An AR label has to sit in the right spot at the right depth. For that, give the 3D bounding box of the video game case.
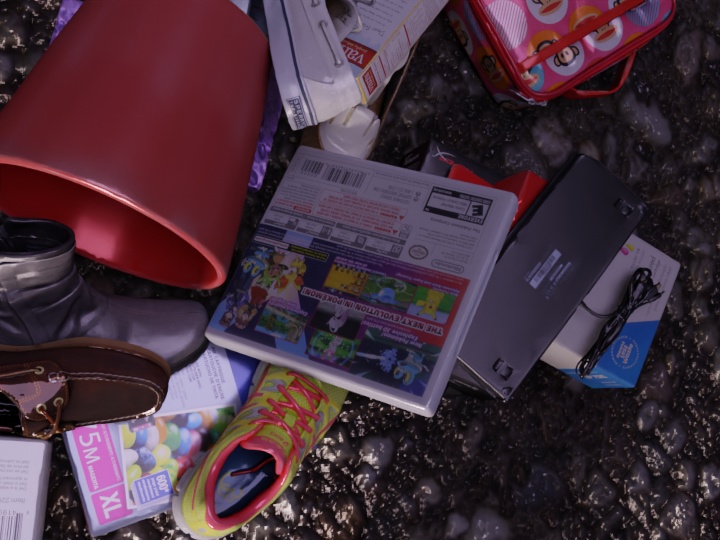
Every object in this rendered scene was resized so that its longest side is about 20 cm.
[{"bbox_3d":[0.000,0.000,0.770,0.198,0.023,0.184,16,69,25],"label":"video game case"}]

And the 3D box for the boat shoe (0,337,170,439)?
[{"bbox_3d":[-0.238,0.091,0.716,0.197,0.071,0.071,2,38,-9],"label":"boat shoe"}]

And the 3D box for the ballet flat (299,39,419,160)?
[{"bbox_3d":[0.004,-0.150,0.864,0.067,0.072,0.201,31,76,-15],"label":"ballet flat"}]

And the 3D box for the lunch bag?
[{"bbox_3d":[0.190,-0.242,0.930,0.199,0.082,0.177,-32,97,-16],"label":"lunch bag"}]

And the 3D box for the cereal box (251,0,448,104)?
[{"bbox_3d":[0.005,-0.250,0.856,0.143,0.040,0.201,31,74,28],"label":"cereal box"}]

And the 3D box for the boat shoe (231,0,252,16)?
[{"bbox_3d":[-0.133,-0.259,0.822,0.090,0.071,0.202,3,58,-10],"label":"boat shoe"}]

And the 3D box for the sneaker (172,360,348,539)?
[{"bbox_3d":[-0.063,0.125,0.763,0.078,0.090,0.201,37,74,-9],"label":"sneaker"}]

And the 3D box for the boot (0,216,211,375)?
[{"bbox_3d":[-0.209,0.021,0.739,0.198,0.133,0.070,-7,44,-14],"label":"boot"}]

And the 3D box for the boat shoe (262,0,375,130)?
[{"bbox_3d":[-0.029,-0.198,0.765,0.085,0.075,0.203,-14,50,3],"label":"boat shoe"}]

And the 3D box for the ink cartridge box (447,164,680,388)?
[{"bbox_3d":[0.149,0.001,0.814,0.199,0.067,0.117,28,76,-14],"label":"ink cartridge box"}]

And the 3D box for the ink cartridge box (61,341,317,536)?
[{"bbox_3d":[-0.138,0.123,0.808,0.198,0.042,0.121,-17,89,-19],"label":"ink cartridge box"}]

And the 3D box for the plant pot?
[{"bbox_3d":[-0.159,-0.107,0.729,0.199,0.200,0.179,23,72,-13],"label":"plant pot"}]

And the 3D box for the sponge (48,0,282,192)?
[{"bbox_3d":[-0.166,-0.145,0.835,0.198,0.030,0.113,15,80,-15],"label":"sponge"}]

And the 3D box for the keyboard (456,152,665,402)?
[{"bbox_3d":[0.158,0.016,0.769,0.127,0.021,0.200,41,77,-4],"label":"keyboard"}]

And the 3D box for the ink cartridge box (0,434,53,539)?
[{"bbox_3d":[-0.308,0.219,0.720,0.144,0.087,0.203,6,80,-15],"label":"ink cartridge box"}]

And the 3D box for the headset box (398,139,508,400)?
[{"bbox_3d":[0.078,0.012,0.865,0.147,0.075,0.202,24,77,-14],"label":"headset box"}]
